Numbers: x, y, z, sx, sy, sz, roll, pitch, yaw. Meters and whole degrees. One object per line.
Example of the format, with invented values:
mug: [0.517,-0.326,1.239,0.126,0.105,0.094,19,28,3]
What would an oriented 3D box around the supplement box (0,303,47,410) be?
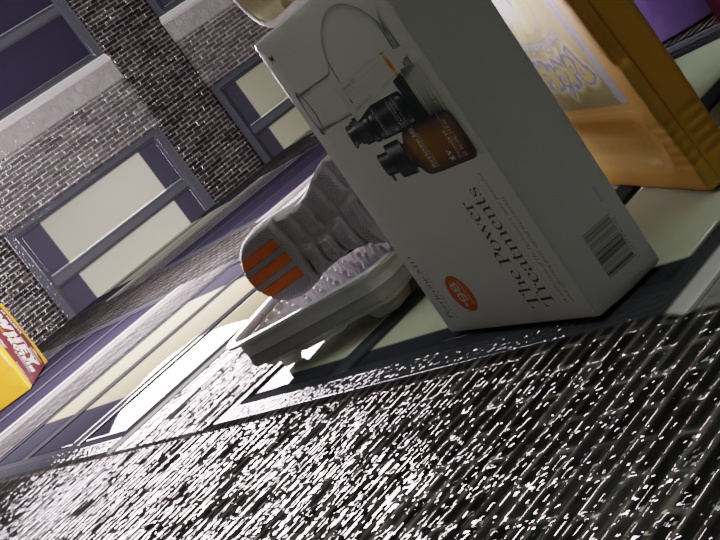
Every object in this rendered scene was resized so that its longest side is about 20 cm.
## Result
supplement box: [-0.649,0.178,2.029,0.197,0.133,0.200,-36,10,-1]

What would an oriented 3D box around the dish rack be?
dish rack: [0.000,0.000,0.931,0.171,0.044,0.200,-28,13,34]

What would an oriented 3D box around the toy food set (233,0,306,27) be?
toy food set: [0.012,-0.216,0.674,0.143,0.060,0.200,-41,11,-22]

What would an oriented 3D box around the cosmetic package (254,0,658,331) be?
cosmetic package: [0.042,-0.064,0.629,0.052,0.200,0.151,-38,9,-20]

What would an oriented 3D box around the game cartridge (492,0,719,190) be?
game cartridge: [0.114,-0.131,0.697,0.032,0.200,0.176,-38,10,-5]

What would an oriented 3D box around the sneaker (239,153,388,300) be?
sneaker: [0.003,-0.062,0.865,0.200,0.078,0.112,-29,14,34]

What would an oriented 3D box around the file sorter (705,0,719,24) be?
file sorter: [0.252,-0.179,0.667,0.139,0.126,0.200,-33,11,17]

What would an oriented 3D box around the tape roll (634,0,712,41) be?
tape roll: [0.296,-0.287,1.132,0.200,0.085,0.200,-36,11,8]
